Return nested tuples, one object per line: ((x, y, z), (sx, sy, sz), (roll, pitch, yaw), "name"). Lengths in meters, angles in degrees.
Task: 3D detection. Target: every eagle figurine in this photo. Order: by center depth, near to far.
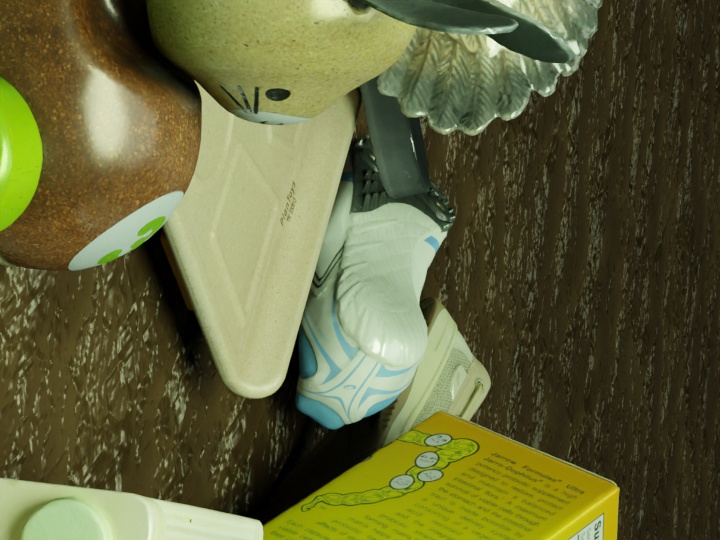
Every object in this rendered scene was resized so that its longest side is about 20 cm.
((0.026, -0.172, 1.052), (0.201, 0.150, 0.152), (-99, -167, -51), "eagle figurine")

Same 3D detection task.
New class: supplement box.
((0.012, 0.163, 1.110), (0.199, 0.109, 0.110), (-30, 128, -39), "supplement box")

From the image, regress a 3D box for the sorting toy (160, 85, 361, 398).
((-0.056, -0.075, 1.074), (0.201, 0.036, 0.186), (68, 30, -50), "sorting toy")

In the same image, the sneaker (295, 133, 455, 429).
((0.000, 0.000, 1.256), (0.072, 0.072, 0.201), (-43, -162, 29), "sneaker")

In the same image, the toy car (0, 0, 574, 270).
((-0.036, -0.074, 0.829), (0.164, 0.198, 0.159), (-10, 104, -74), "toy car")

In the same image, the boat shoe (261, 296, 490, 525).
((0.010, 0.102, 1.232), (0.065, 0.072, 0.201), (47, 45, -21), "boat shoe")

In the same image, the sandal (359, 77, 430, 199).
((0.013, -0.135, 1.199), (0.076, 0.042, 0.202), (5, 73, -82), "sandal")

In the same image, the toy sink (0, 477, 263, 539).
((-0.109, 0.130, 0.795), (0.200, 0.111, 0.132), (34, 62, -72), "toy sink")
